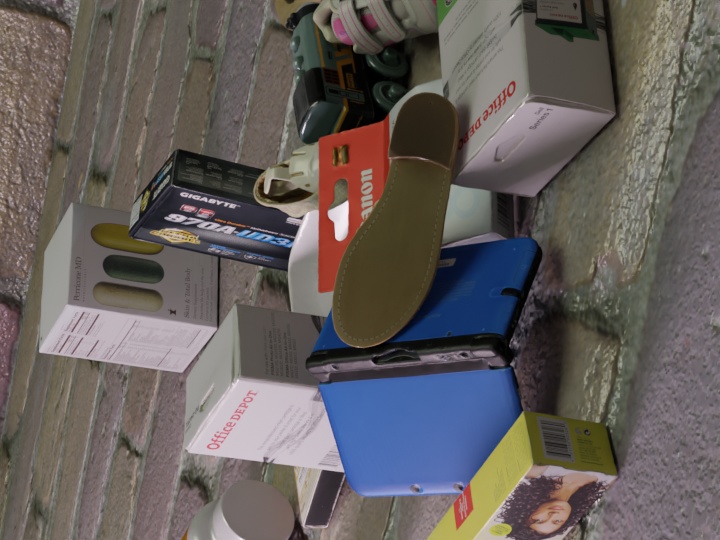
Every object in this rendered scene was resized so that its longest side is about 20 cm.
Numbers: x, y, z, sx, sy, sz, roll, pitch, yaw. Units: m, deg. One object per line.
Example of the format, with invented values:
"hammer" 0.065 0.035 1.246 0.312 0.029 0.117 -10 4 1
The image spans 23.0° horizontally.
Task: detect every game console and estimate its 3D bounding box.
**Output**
"game console" 0.067 0.081 1.449 0.199 0.118 0.171 -7 45 39

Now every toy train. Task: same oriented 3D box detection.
"toy train" -0.015 -0.196 1.783 0.085 0.113 0.201 121 151 -42

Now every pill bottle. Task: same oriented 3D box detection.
"pill bottle" -0.142 0.313 1.888 0.200 0.111 0.111 120 151 -42

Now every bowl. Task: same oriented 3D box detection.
"bowl" 0.000 0.000 1.712 0.200 0.074 0.200 -101 30 -44

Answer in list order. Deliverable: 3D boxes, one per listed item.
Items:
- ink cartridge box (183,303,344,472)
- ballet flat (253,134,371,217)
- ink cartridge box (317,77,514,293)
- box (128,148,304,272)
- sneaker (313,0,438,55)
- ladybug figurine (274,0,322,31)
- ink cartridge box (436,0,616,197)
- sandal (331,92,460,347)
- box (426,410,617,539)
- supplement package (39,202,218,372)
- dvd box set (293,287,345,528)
"ink cartridge box" -0.046 0.111 1.604 0.145 0.199 0.084 126 147 -49
"ballet flat" -0.051 -0.088 1.695 0.200 0.062 0.068 153 124 -64
"ink cartridge box" 0.037 -0.078 1.546 0.199 0.047 0.161 -13 64 28
"box" -0.133 -0.061 1.909 0.159 0.199 0.046 142 137 -59
"sneaker" 0.022 -0.247 1.699 0.082 0.088 0.200 58 160 -15
"ladybug figurine" -0.038 -0.337 1.958 0.200 0.072 0.137 143 127 -60
"ink cartridge box" 0.130 -0.180 1.438 0.146 0.084 0.201 132 141 -55
"sandal" 0.040 -0.037 1.444 0.070 0.077 0.213 10 -84 -76
"box" 0.113 0.186 1.336 0.200 0.075 0.050 120 152 -44
"supplement package" -0.302 0.025 2.309 0.151 0.199 0.153 132 141 -55
"dvd box set" -0.045 0.139 1.801 0.201 0.029 0.147 -102 21 -44
